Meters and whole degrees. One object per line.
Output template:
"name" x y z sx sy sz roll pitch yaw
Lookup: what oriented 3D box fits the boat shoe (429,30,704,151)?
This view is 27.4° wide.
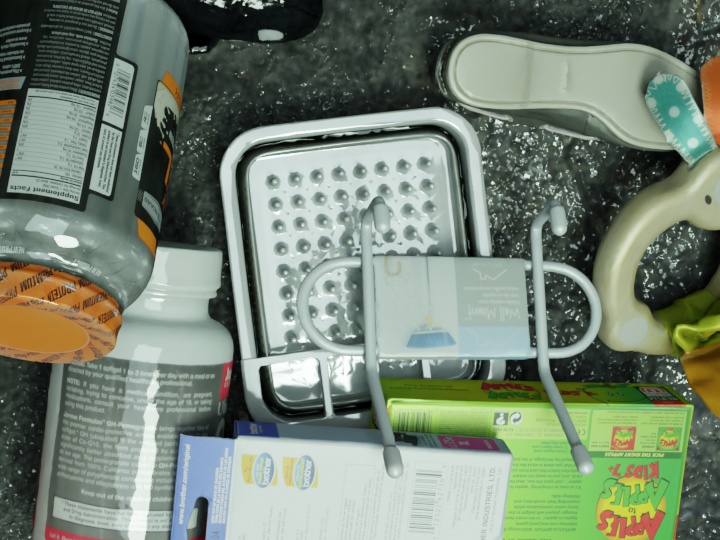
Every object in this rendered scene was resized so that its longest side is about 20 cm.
"boat shoe" 0.142 -0.122 0.975 0.200 0.057 0.067 9 96 -16

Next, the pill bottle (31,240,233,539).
"pill bottle" -0.137 0.082 0.906 0.111 0.111 0.200 6 93 -10

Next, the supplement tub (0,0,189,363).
"supplement tub" -0.168 -0.057 0.823 0.122 0.123 0.200 11 66 -11

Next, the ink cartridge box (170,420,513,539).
"ink cartridge box" -0.014 0.154 0.887 0.200 0.042 0.119 4 102 -10

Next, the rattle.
"rattle" 0.228 -0.019 0.928 0.130 0.143 0.200 13 112 -10

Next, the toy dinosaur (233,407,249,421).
"toy dinosaur" -0.075 0.199 0.961 0.088 0.047 0.200 20 87 -4

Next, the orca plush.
"orca plush" -0.111 -0.202 0.908 0.200 0.071 0.105 39 87 -10

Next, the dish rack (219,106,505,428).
"dish rack" 0.000 0.000 0.959 0.172 0.044 0.200 -7 96 -9

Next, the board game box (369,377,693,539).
"board game box" 0.106 0.125 0.946 0.200 0.048 0.102 2 103 -11

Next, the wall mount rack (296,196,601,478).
"wall mount rack" 0.065 0.043 0.898 0.200 0.075 0.174 1 74 -12
